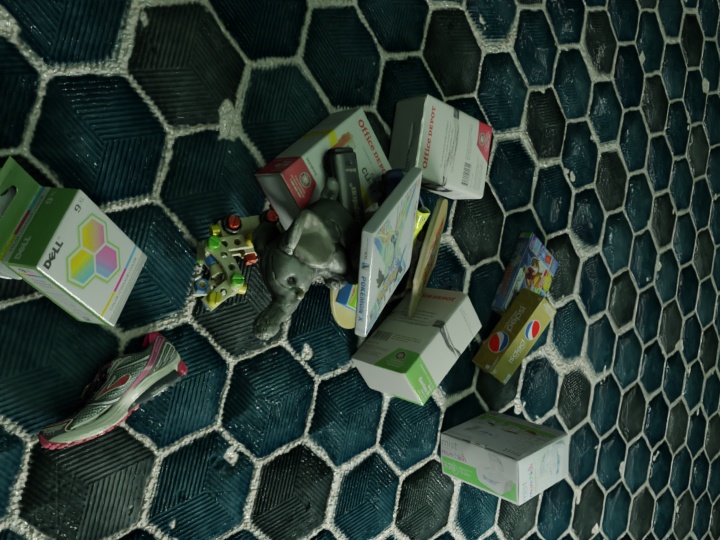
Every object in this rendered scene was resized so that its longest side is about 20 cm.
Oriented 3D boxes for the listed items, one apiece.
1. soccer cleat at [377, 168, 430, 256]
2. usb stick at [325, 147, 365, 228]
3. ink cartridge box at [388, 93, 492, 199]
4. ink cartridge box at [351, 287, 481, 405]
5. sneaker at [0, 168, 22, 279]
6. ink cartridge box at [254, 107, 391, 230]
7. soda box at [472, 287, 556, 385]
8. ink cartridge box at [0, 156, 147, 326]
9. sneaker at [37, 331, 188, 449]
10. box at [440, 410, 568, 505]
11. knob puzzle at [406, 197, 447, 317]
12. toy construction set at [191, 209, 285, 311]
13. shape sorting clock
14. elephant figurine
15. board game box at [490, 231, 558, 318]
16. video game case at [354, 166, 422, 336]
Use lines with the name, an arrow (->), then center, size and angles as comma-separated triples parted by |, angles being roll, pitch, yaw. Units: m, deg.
soccer cleat -> 0.076, -0.075, 1.026 | 0.065, 0.082, 0.202 | -68, 157, -52
usb stick -> -0.017, -0.087, 0.947 | 0.055, 0.032, 0.203 | -11, 96, -36
ink cartridge box -> 0.152, -0.228, 1.165 | 0.198, 0.084, 0.147 | 11, 87, -41
ink cartridge box -> 0.104, 0.130, 1.113 | 0.200, 0.145, 0.085 | -46, 120, -27
sneaker -> -0.445, -0.014, 0.680 | 0.115, 0.075, 0.201 | 52, 58, -27
ink cartridge box -> -0.051, -0.151, 0.999 | 0.200, 0.083, 0.146 | -46, 121, -29
soda box -> 0.334, 0.141, 1.328 | 0.064, 0.068, 0.201 | 40, 85, -34
ink cartridge box -> -0.342, -0.027, 0.711 | 0.201, 0.058, 0.105 | 65, 36, -55
sneaker -> -0.327, 0.159, 0.801 | 0.199, 0.080, 0.075 | -38, 102, -40
box -> 0.296, 0.376, 1.262 | 0.175, 0.199, 0.098 | -10, 100, -40
knob puzzle -> 0.118, -0.046, 1.102 | 0.220, 0.030, 0.223 | 18, 89, -78
toy construction set -> -0.161, -0.015, 0.911 | 0.199, 0.092, 0.133 | -6, 73, -47
shape sorting clock -> 0.000, 0.000, 1.049 | 0.200, 0.039, 0.202 | -50, 148, -47
elephant figurine -> -0.084, -0.022, 0.842 | 0.199, 0.155, 0.142 | -14, 144, -49
board game box -> 0.382, 0.031, 1.413 | 0.135, 0.034, 0.202 | 40, 68, -34
video game case -> 0.043, -0.031, 0.912 | 0.200, 0.022, 0.184 | -53, 154, -48
